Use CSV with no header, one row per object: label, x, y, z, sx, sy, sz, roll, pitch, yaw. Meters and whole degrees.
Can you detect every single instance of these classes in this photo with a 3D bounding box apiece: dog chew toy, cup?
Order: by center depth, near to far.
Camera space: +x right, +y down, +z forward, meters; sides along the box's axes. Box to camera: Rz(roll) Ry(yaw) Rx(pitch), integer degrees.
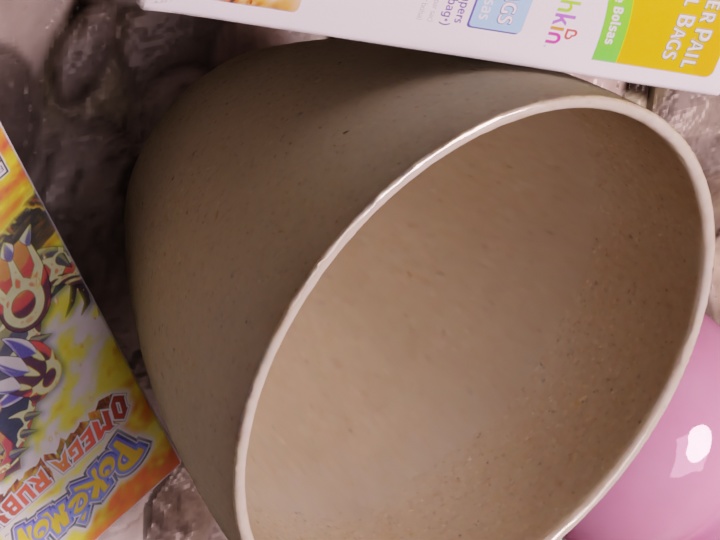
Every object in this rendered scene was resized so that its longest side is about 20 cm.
cup,0.000,0.000,0.932,0.200,0.143,0.201,-23,132,-28
dog chew toy,0.117,0.067,1.109,0.200,0.124,0.125,30,89,-39

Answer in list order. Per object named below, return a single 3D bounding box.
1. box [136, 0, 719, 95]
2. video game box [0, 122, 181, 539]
box,0.032,-0.139,0.862,0.200,0.101,0.113,8,124,-19
video game box,-0.170,0.061,0.884,0.200,0.047,0.182,-42,136,-20
